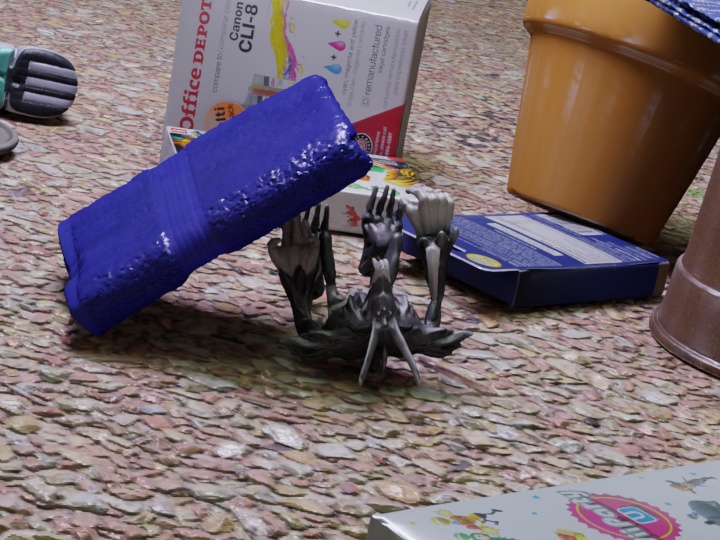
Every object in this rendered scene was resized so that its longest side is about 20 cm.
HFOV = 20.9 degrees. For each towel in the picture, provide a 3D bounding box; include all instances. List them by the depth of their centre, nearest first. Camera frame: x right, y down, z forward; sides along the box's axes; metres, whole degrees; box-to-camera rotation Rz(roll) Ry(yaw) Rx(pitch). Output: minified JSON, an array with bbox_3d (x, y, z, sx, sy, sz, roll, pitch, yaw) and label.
[{"bbox_3d":[-0.089,-0.037,1.184,0.199,0.050,0.148,-31,25,2],"label":"towel"},{"bbox_3d":[0.285,-0.176,1.372,0.144,0.024,0.200,2,25,-30],"label":"towel"}]

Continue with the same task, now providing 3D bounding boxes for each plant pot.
[{"bbox_3d":[0.317,-0.033,1.342,0.198,0.200,0.200,10,17,-3],"label":"plant pot"},{"bbox_3d":[0.205,-0.126,1.552,0.199,0.185,0.200,22,2,-1],"label":"plant pot"}]

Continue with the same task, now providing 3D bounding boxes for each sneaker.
[{"bbox_3d":[-0.337,-0.167,1.614,0.198,0.075,0.087,16,1,-18],"label":"sneaker"}]

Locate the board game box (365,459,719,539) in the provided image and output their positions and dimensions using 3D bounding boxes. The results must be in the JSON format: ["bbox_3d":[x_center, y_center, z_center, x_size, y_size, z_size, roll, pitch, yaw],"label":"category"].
[{"bbox_3d":[0.082,0.150,0.682,0.199,0.149,0.064,-3,23,-41],"label":"board game box"}]

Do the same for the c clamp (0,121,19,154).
[{"bbox_3d":[-0.362,-0.111,1.459,0.170,0.027,0.199,22,20,33],"label":"c clamp"}]

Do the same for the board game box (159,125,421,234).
[{"bbox_3d":[-0.050,-0.067,1.502,0.198,0.035,0.126,7,18,-14],"label":"board game box"}]

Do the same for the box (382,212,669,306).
[{"bbox_3d":[0.117,-0.010,1.424,0.199,0.033,0.121,-1,20,-43],"label":"box"}]

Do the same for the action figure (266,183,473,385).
[{"bbox_3d":[0.000,0.000,1.199,0.118,0.103,0.200,-7,19,-8],"label":"action figure"}]

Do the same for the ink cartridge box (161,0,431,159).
[{"bbox_3d":[-0.053,-0.170,1.644,0.198,0.147,0.145,11,17,4],"label":"ink cartridge box"}]
